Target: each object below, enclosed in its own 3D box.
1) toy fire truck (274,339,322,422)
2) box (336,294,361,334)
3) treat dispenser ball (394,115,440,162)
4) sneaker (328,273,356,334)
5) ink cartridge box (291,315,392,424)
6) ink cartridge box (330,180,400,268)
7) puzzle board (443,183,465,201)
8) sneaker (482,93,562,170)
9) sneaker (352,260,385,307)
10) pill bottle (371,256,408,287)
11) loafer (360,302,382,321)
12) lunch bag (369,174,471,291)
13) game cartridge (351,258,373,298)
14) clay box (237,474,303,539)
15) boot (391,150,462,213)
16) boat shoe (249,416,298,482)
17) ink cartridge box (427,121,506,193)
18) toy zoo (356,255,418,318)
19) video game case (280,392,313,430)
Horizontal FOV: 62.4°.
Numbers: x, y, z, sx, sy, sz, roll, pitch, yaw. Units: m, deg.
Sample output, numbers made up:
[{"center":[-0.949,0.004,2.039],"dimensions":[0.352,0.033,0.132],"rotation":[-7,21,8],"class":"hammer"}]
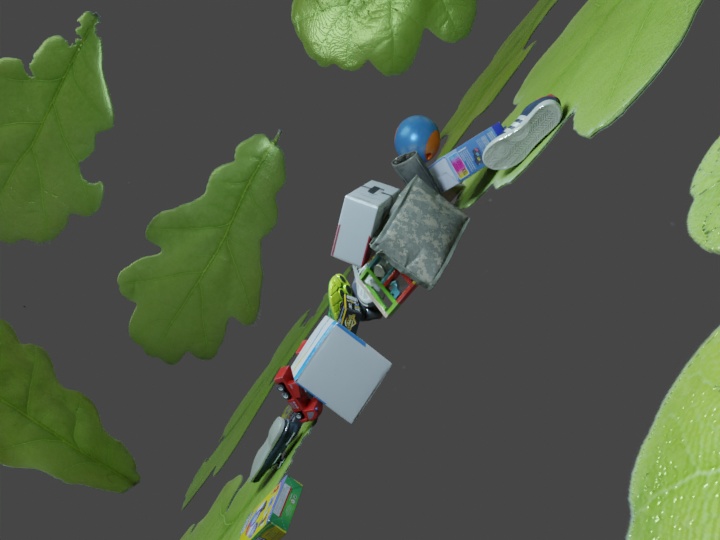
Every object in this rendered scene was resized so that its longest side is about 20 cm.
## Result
[{"center":[-0.127,0.268,1.416],"dimensions":[0.139,0.202,0.049],"rotation":[-17,23,28],"class":"toy fire truck"},{"center":[-0.047,0.177,1.499],"dimensions":[0.160,0.048,0.204],"rotation":[-110,36,-79],"class":"box"},{"center":[0.241,-0.553,2.525],"dimensions":[0.202,0.199,0.201],"rotation":[-53,8,10],"class":"treat dispenser ball"},{"center":[-0.063,0.108,1.616],"dimensions":[0.073,0.204,0.083],"rotation":[-17,20,-33],"class":"sneaker"},{"center":[-0.047,0.199,1.247],"dimensions":[0.146,0.146,0.200],"rotation":[-54,8,-6],"class":"ink cartridge box"},{"center":[0.016,-0.113,1.376],"dimensions":[0.200,0.082,0.147],"rotation":[-43,-29,-64],"class":"ink cartridge box"},{"center":[0.177,-0.170,1.621],"dimensions":[0.149,0.018,0.200],"rotation":[-10,-27,-40],"class":"puzzle board"},{"center":[0.342,-0.291,1.252],"dimensions":[0.199,0.075,0.085],"rotation":[-36,19,39],"class":"sneaker"},{"center":[0.000,0.000,1.518],"dimensions":[0.075,0.116,0.202],"rotation":[-27,36,7],"class":"sneaker"},{"center":[0.082,-0.042,1.534],"dimensions":[0.110,0.108,0.201],"rotation":[-51,27,18],"class":"pill bottle"},{"center":[0.033,0.095,1.603],"dimensions":[0.200,0.061,0.074],"rotation":[-69,-15,-75],"class":"loafer"},{"center":[0.123,-0.071,1.293],"dimensions":[0.202,0.163,0.118],"rotation":[-58,7,-31],"class":"lunch bag"},{"center":[-0.006,0.070,1.691],"dimensions":[0.135,0.040,0.202],"rotation":[-74,-4,-46],"class":"game cartridge"},{"center":[-0.196,0.514,1.191],"dimensions":[0.201,0.047,0.115],"rotation":[-50,8,29],"class":"clay box"},{"center":[0.141,-0.191,1.468],"dimensions":[0.181,0.199,0.073],"rotation":[-16,37,57],"class":"boot"},{"center":[-0.222,0.462,1.514],"dimensions":[0.203,0.061,0.075],"rotation":[-62,22,11],"class":"boat shoe"},{"center":[0.273,-0.276,1.428],"dimensions":[0.198,0.077,0.136],"rotation":[-31,3,-12],"class":"ink cartridge box"},{"center":[0.089,-0.005,1.408],"dimensions":[0.201,0.132,0.020],"rotation":[-50,-31,19],"class":"toy zoo"},{"center":[-0.197,0.425,1.676],"dimensions":[0.181,0.025,0.201],"rotation":[-50,10,35],"class":"video game case"}]
